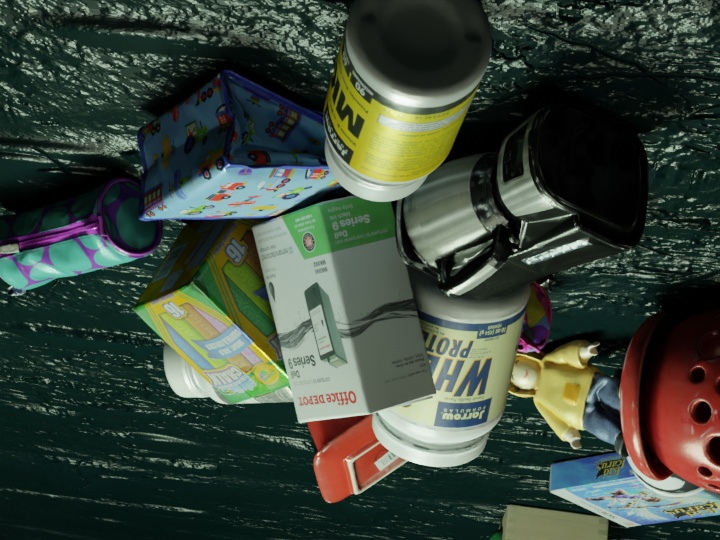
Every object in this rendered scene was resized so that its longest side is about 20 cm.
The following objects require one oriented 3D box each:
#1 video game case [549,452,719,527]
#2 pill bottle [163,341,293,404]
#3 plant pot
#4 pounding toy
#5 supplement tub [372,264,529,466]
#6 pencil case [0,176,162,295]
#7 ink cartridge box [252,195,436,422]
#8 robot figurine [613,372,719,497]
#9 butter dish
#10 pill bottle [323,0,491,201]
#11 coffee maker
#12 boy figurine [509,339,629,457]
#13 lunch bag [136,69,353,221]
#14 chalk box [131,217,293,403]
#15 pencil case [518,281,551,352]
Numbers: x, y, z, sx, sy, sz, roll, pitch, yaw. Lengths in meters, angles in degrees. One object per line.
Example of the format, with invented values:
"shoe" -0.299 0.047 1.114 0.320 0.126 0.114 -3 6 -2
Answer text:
"video game case" 0.390 0.297 2.245 0.180 0.046 0.199 27 150 -37
"pill bottle" -0.117 0.094 1.875 0.198 0.114 0.113 -3 154 24
"plant pot" 0.378 0.136 1.712 0.181 0.203 0.200 1 156 31
"pounding toy" 0.265 0.459 2.522 0.197 0.144 0.185 7 156 2
"supplement tub" 0.084 0.078 1.642 0.143 0.146 0.202 8 120 -1
"pencil case" -0.295 -0.035 1.680 0.199 0.086 0.092 -14 177 39
"ink cartridge box" -0.017 0.037 1.571 0.083 0.203 0.145 -13 179 -31
"robot figurine" 0.363 0.189 1.915 0.123 0.152 0.200 -10 153 8
"butter dish" 0.004 0.155 1.951 0.199 0.148 0.200 -33 156 -11
"pill bottle" 0.030 -0.139 1.308 0.113 0.116 0.200 10 155 -5
"coffee maker" 0.159 -0.060 1.461 0.191 0.136 0.199 -3 169 -40
"boy figurine" 0.239 0.132 1.859 0.199 0.126 0.064 28 -156 37
"lunch bag" -0.081 -0.093 1.498 0.198 0.095 0.150 12 157 -36
"chalk box" -0.107 0.048 1.679 0.200 0.125 0.123 44 143 -20
"pencil case" 0.109 0.058 1.759 0.198 0.089 0.088 -12 150 39
